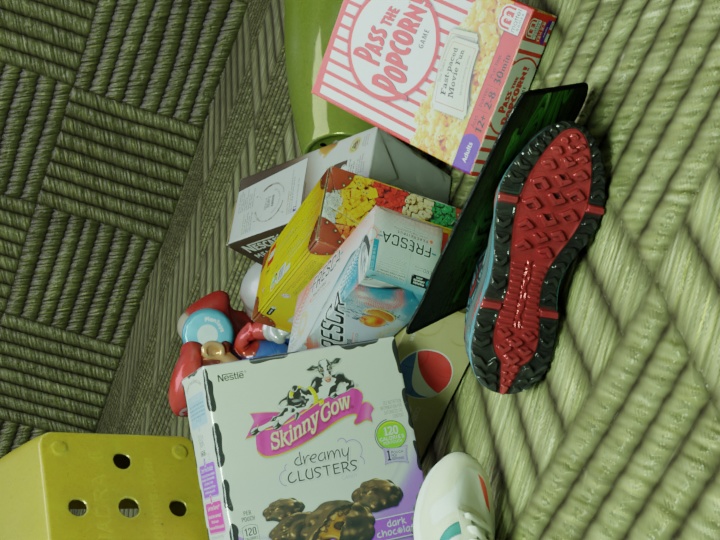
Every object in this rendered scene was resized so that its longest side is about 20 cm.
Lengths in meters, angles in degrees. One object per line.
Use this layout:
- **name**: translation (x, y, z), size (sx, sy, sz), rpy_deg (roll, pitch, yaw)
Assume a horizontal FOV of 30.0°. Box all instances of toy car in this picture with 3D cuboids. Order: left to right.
- **toy car**: translation (-0.103, 0.061, 1.634), size (0.200, 0.177, 0.184), rpy_deg (-46, -1, -6)

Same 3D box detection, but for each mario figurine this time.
- **mario figurine**: translation (-0.102, 0.109, 1.393), size (0.106, 0.198, 0.125), rpy_deg (21, 131, 68)

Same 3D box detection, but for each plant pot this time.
- **plant pot**: translation (-0.216, 0.239, 1.109), size (0.177, 0.198, 0.202), rpy_deg (-54, 40, 42)
- **plant pot**: translation (0.000, -0.192, 1.382), size (0.187, 0.185, 0.202), rpy_deg (129, 153, -55)

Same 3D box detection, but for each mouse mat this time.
- **mouse mat**: translation (0.105, -0.048, 1.007), size (0.160, 0.007, 0.202), rpy_deg (-21, -42, -61)

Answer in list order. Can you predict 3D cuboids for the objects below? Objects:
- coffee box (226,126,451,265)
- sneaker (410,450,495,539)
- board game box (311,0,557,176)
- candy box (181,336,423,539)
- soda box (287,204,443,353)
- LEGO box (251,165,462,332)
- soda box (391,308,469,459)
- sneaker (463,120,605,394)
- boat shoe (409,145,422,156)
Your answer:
- **coffee box**: translation (-0.023, -0.059, 1.326), size (0.198, 0.114, 0.081), rpy_deg (-16, 55, 41)
- **sneaker**: translation (0.083, 0.214, 0.917), size (0.093, 0.070, 0.202), rpy_deg (-28, 42, 45)
- **board game box**: translation (0.062, -0.193, 1.211), size (0.199, 0.046, 0.153), rpy_deg (30, 107, 33)
- **candy box**: translation (-0.039, 0.165, 1.056), size (0.071, 0.166, 0.203), rpy_deg (147, 113, -65)
- **soda box**: translation (0.000, 0.023, 1.133), size (0.200, 0.063, 0.069), rpy_deg (132, 151, -58)
- **LEGO box**: translation (0.000, 0.000, 1.254), size (0.200, 0.147, 0.078), rpy_deg (134, 150, -58)
- **soda box**: translation (0.038, 0.100, 1.164), size (0.064, 0.067, 0.202), rpy_deg (-103, 33, -60)
- **sneaker**: translation (0.115, -0.016, 0.993), size (0.096, 0.078, 0.202), rpy_deg (-132, 60, -75)
- **boat shoe**: translation (0.007, -0.043, 1.423), size (0.071, 0.068, 0.202), rpy_deg (-117, 46, -71)
